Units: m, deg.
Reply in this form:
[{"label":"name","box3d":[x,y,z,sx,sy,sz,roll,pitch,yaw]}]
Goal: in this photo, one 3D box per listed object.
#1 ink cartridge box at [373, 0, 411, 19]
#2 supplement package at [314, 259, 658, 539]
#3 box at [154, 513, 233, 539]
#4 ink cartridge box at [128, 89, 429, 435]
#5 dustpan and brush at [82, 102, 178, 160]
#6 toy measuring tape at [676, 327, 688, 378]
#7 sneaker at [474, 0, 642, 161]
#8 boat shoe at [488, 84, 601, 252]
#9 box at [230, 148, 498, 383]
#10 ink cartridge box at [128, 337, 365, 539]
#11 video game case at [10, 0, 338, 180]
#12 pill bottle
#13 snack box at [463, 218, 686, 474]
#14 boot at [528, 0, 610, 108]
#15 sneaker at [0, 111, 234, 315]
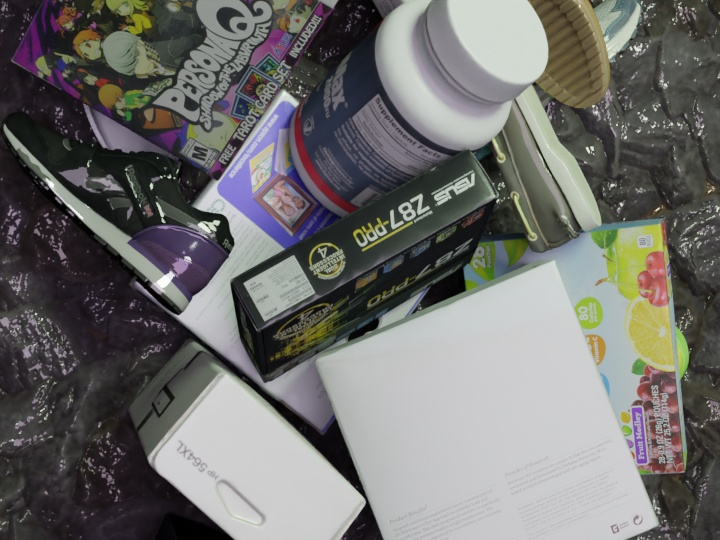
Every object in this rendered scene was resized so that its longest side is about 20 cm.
[{"label":"ink cartridge box","box3d":[0.063,-0.280,1.058,0.095,0.037,0.201,55,53,-31]},{"label":"supplement package","box3d":[0.088,0.121,0.994,0.189,0.147,0.203,-22,89,0]},{"label":"box","box3d":[-0.127,0.317,1.001,0.116,0.196,0.203,24,88,-14]},{"label":"ink cartridge box","box3d":[-0.051,-0.005,1.078,0.199,0.043,0.199,39,83,-12]},{"label":"dustpan and brush","box3d":[-0.184,-0.181,1.022,0.139,0.057,0.200,-43,103,-8]},{"label":"toy measuring tape","box3d":[0.254,0.113,1.149,0.072,0.073,0.204,-8,94,-14]},{"label":"sneaker","box3d":[0.148,-0.181,1.104,0.199,0.078,0.087,-40,99,-9]},{"label":"boat shoe","box3d":[0.118,-0.112,1.040,0.060,0.072,0.204,-29,85,20]},{"label":"box","box3d":[0.000,0.000,0.987,0.198,0.161,0.049,-30,78,-12]},{"label":"ink cartridge box","box3d":[-0.091,0.138,0.996,0.146,0.200,0.085,43,83,-14]},{"label":"video game case","box3d":[-0.129,-0.186,0.954,0.180,0.036,0.201,30,120,-16]},{"label":"pill bottle","box3d":[0.043,-0.129,0.984,0.118,0.200,0.121,17,57,-29]},{"label":"snack box","box3d":[0.178,0.066,1.097,0.166,0.068,0.204,-4,95,17]},{"label":"boot","box3d":[0.156,-0.246,1.057,0.201,0.072,0.167,57,35,-18]},{"label":"sneaker","box3d":[-0.182,-0.063,1.013,0.200,0.076,0.088,42,80,3]}]
